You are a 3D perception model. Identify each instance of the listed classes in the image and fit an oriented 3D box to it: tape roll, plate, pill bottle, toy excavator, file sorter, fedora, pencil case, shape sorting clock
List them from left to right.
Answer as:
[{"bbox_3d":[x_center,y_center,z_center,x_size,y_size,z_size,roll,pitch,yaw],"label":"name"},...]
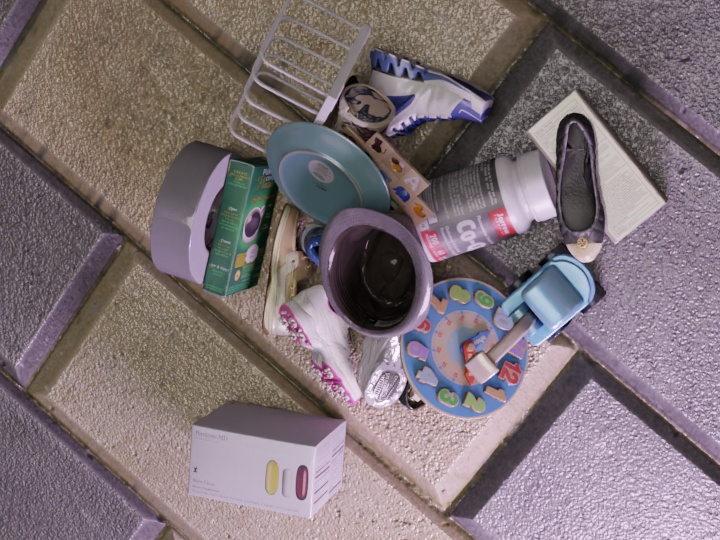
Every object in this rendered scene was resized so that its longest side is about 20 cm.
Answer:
[{"bbox_3d":[-0.236,-0.085,1.744,0.065,0.200,0.203,16,102,13],"label":"tape roll"},{"bbox_3d":[-0.090,-0.261,1.645,0.123,0.140,0.200,27,149,-6],"label":"file sorter"},{"bbox_3d":[-0.051,-0.121,1.645,0.198,0.026,0.201,23,145,17],"label":"plate"},{"bbox_3d":[-0.018,-0.179,1.661,0.078,0.089,0.200,61,150,19],"label":"pencil case"},{"bbox_3d":[0.034,-0.008,1.629,0.175,0.090,0.202,14,120,24],"label":"fedora"},{"bbox_3d":[0.149,0.110,1.679,0.198,0.039,0.203,4,79,-21],"label":"shape sorting clock"},{"bbox_3d":[0.174,-0.094,1.670,0.198,0.114,0.115,-18,93,18],"label":"pill bottle"},{"bbox_3d":[0.234,0.062,1.629,0.194,0.200,0.100,-42,85,17],"label":"toy excavator"}]

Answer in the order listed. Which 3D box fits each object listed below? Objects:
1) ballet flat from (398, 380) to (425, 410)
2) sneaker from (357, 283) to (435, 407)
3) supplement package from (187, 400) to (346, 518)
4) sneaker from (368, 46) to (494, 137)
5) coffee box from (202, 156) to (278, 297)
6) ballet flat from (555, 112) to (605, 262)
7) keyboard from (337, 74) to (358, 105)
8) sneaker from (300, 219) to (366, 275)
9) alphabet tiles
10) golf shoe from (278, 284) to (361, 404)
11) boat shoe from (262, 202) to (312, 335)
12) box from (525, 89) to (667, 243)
[{"bbox_3d":[0.127,0.131,1.738,0.068,0.069,0.201,32,108,-16],"label":"ballet flat"},{"bbox_3d":[0.047,0.095,1.747,0.077,0.099,0.201,26,102,-33],"label":"sneaker"},{"bbox_3d":[-0.140,0.281,1.791,0.197,0.156,0.112,7,99,15],"label":"supplement package"},{"bbox_3d":[0.088,-0.235,1.700,0.198,0.080,0.116,26,108,18],"label":"sneaker"},{"bbox_3d":[-0.175,-0.068,1.772,0.043,0.123,0.202,17,103,16],"label":"coffee box"},{"bbox_3d":[0.288,-0.109,1.583,0.066,0.057,0.203,-5,99,20],"label":"ballet flat"},{"bbox_3d":[0.023,-0.179,1.723,0.039,0.104,0.202,-15,74,-25],"label":"keyboard"},{"bbox_3d":[0.000,0.000,1.734,0.198,0.085,0.078,25,105,-8],"label":"sneaker"},{"bbox_3d":[0.011,-0.112,1.638,0.166,0.006,0.200,44,144,-6],"label":"alphabet tiles"},{"bbox_3d":[-0.040,0.111,1.773,0.091,0.075,0.201,-42,118,-22],"label":"golf shoe"},{"bbox_3d":[-0.105,0.000,1.792,0.065,0.074,0.203,8,100,-1],"label":"boat shoe"},{"bbox_3d":[0.328,-0.146,1.637,0.095,0.078,0.201,-38,86,18],"label":"box"}]
